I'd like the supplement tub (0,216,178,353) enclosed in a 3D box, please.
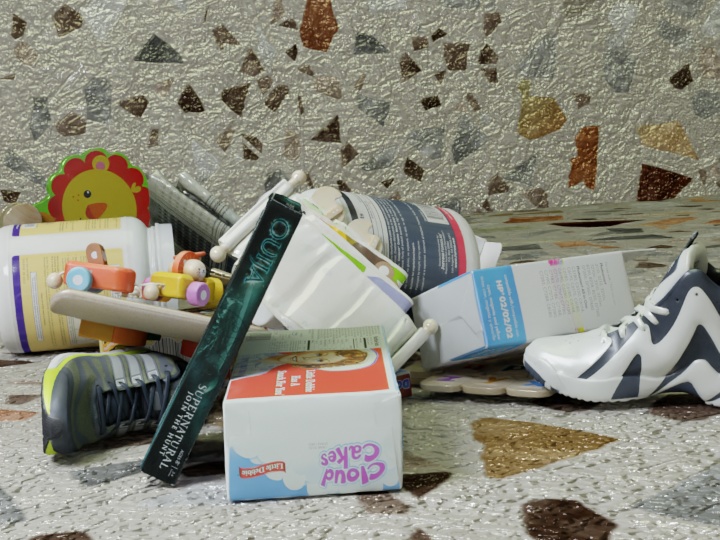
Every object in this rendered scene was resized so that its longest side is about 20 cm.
[{"bbox_3d":[-0.311,0.015,1.390,0.197,0.148,0.145,-4,6,-10],"label":"supplement tub"}]

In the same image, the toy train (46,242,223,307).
[{"bbox_3d":[-0.209,0.001,1.181,0.148,0.056,0.200,7,-2,5],"label":"toy train"}]

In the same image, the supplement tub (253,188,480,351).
[{"bbox_3d":[0.000,0.000,1.137,0.198,0.142,0.140,7,1,-26],"label":"supplement tub"}]

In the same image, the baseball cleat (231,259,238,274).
[{"bbox_3d":[-0.032,0.005,1.261,0.198,0.071,0.106,-14,22,-27],"label":"baseball cleat"}]

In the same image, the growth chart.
[{"bbox_3d":[-0.026,0.011,1.015,0.144,0.200,0.018,-36,-14,-33],"label":"growth chart"}]

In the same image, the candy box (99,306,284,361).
[{"bbox_3d":[-0.154,0.068,1.232,0.198,0.056,0.115,-6,7,-28],"label":"candy box"}]

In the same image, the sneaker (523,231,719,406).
[{"bbox_3d":[0.227,0.032,0.942,0.197,0.131,0.079,5,16,21],"label":"sneaker"}]

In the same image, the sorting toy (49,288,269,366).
[{"bbox_3d":[-0.162,0.053,1.043,0.183,0.037,0.200,12,-4,-3],"label":"sorting toy"}]

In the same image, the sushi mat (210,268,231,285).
[{"bbox_3d":[-0.064,0.033,1.337,0.198,0.012,0.096,16,-4,9],"label":"sushi mat"}]

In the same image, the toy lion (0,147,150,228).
[{"bbox_3d":[-0.336,-0.042,1.505,0.190,0.202,0.069,-24,12,-19],"label":"toy lion"}]

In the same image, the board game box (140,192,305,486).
[{"bbox_3d":[-0.095,0.041,0.861,0.028,0.202,0.135,26,4,-6],"label":"board game box"}]

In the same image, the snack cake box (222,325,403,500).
[{"bbox_3d":[-0.032,0.093,0.852,0.113,0.068,0.200,-2,10,-1],"label":"snack cake box"}]

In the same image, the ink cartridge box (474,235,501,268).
[{"bbox_3d":[0.069,0.006,1.331,0.067,0.117,0.200,20,-3,-21],"label":"ink cartridge box"}]

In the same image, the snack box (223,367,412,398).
[{"bbox_3d":[-0.047,0.095,1.079,0.071,0.025,0.199,-8,7,-41],"label":"snack box"}]

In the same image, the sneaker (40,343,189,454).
[{"bbox_3d":[-0.183,0.096,0.949,0.080,0.075,0.200,2,9,17],"label":"sneaker"}]

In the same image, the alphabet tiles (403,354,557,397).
[{"bbox_3d":[0.144,0.089,1.071,0.198,0.015,0.195,0,8,29],"label":"alphabet tiles"}]

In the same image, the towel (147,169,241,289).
[{"bbox_3d":[-0.167,-0.031,1.429,0.199,0.035,0.193,35,-22,4],"label":"towel"}]

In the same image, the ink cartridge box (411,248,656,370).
[{"bbox_3d":[0.159,0.033,1.061,0.198,0.069,0.115,-7,-10,-27],"label":"ink cartridge box"}]
